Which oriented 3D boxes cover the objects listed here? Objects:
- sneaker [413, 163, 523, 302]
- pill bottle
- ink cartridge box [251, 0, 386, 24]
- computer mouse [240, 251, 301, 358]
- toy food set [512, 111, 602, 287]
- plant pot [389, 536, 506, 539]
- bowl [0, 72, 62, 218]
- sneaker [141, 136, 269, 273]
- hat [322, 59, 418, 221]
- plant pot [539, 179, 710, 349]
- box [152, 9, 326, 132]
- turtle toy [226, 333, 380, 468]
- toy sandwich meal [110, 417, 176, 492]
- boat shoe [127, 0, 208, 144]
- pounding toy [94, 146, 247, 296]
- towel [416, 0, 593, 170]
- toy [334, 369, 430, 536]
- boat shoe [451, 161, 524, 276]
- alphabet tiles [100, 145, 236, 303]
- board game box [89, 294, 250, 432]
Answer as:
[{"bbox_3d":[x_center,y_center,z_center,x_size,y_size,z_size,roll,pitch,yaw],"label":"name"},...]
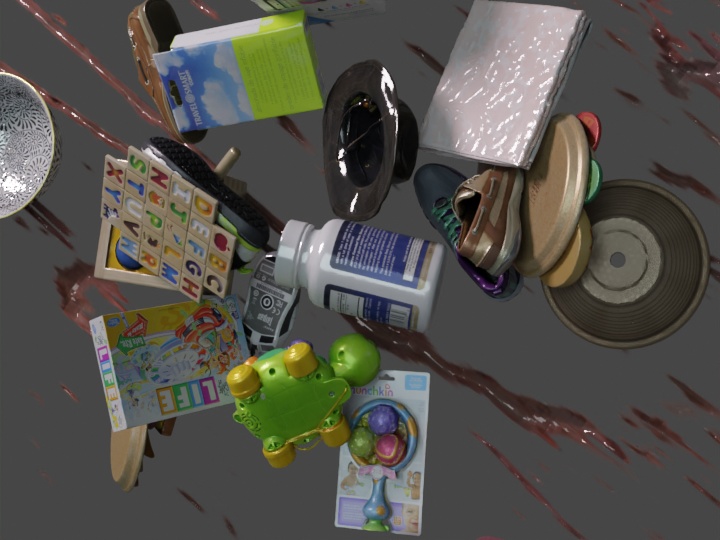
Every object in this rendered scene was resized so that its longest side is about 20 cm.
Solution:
[{"bbox_3d":[0.128,-0.053,1.354,0.074,0.087,0.201,-39,76,12],"label":"sneaker"},{"bbox_3d":[0.000,0.000,1.365,0.198,0.111,0.112,14,91,7],"label":"pill bottle"},{"bbox_3d":[-0.065,-0.404,1.380,0.146,0.200,0.147,-4,85,18],"label":"ink cartridge box"},{"bbox_3d":[-0.120,0.073,1.454,0.109,0.044,0.202,24,100,23],"label":"computer mouse"},{"bbox_3d":[0.222,-0.087,1.288,0.048,0.200,0.200,11,97,-16],"label":"toy food set"},{"bbox_3d":[0.094,0.398,1.295,0.177,0.199,0.203,9,89,33],"label":"plant pot"},{"bbox_3d":[-0.488,-0.166,1.560,0.198,0.094,0.203,-1,86,19],"label":"bowl"},{"bbox_3d":[-0.199,-0.074,1.340,0.200,0.072,0.083,43,112,5],"label":"sneaker"},{"bbox_3d":[0.024,-0.157,1.388,0.200,0.080,0.203,-11,76,56],"label":"hat"},{"bbox_3d":[0.302,-0.010,1.293,0.198,0.093,0.204,-1,85,18],"label":"plant pot"},{"bbox_3d":[-0.153,-0.253,1.436,0.198,0.048,0.123,-9,125,10],"label":"box"},{"bbox_3d":[-0.067,0.143,1.380,0.198,0.101,0.147,-21,114,5],"label":"turtle toy"},{"bbox_3d":[-0.274,0.187,1.448,0.069,0.205,0.208,8,89,-20],"label":"toy sandwich meal"},{"bbox_3d":[-0.261,-0.264,1.513,0.068,0.072,0.202,-16,89,46],"label":"boat shoe"},{"bbox_3d":[-0.232,-0.067,1.445,0.198,0.142,0.186,8,89,18],"label":"pounding toy"},{"bbox_3d":[0.167,-0.224,1.333,0.190,0.032,0.202,20,86,48],"label":"towel"},{"bbox_3d":[0.023,0.226,1.393,0.114,0.047,0.203,2,88,18],"label":"toy"},{"bbox_3d":[0.146,-0.083,1.309,0.071,0.201,0.076,18,132,-12],"label":"boat shoe"},{"bbox_3d":[-0.235,-0.052,1.346,0.199,0.006,0.167,32,134,15],"label":"alphabet tiles"},{"bbox_3d":[-0.225,0.110,1.370,0.034,0.199,0.136,-19,83,46],"label":"board game box"}]
